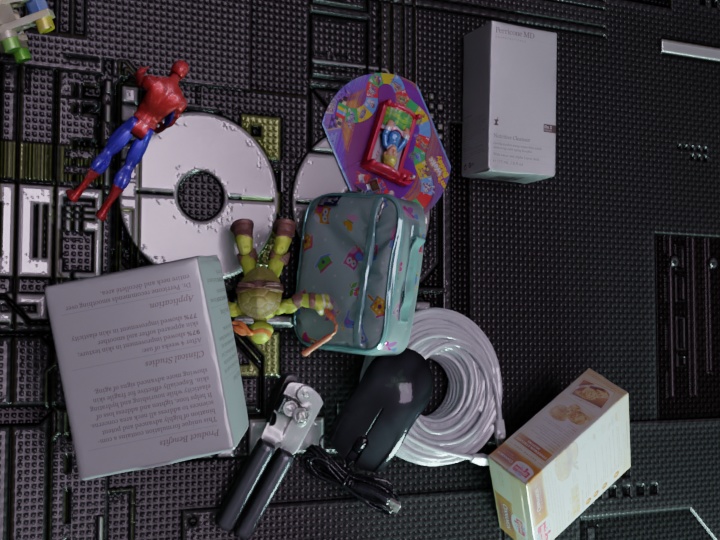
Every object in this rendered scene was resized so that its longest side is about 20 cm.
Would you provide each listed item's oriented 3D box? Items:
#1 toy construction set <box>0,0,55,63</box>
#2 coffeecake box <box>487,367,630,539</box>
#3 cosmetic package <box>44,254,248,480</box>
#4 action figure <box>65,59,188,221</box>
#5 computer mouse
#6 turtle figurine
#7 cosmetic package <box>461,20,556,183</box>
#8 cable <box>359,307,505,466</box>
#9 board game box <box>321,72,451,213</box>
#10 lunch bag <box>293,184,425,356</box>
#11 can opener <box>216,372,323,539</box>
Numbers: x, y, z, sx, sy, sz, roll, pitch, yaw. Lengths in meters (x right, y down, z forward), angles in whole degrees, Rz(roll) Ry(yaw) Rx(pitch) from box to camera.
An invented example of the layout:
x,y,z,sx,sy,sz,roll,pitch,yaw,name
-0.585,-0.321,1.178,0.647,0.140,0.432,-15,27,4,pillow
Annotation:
x,y,z,sx,sy,sz,roll,pitch,yaw,name
-0.427,-0.249,1.092,0.197,0.131,0.094,-7,89,-26,toy construction set
0.270,0.256,1.397,0.199,0.073,0.155,-35,134,-24,coffeecake box
-0.223,0.097,1.125,0.165,0.166,0.203,-10,91,-1,cosmetic package
-0.264,-0.162,1.212,0.065,0.099,0.201,35,95,-22,action figure
0.021,0.190,1.266,0.137,0.053,0.202,28,98,7,computer mouse
-0.127,0.020,1.237,0.197,0.065,0.164,-6,68,11,turtle figurine
0.203,-0.227,1.426,0.111,0.081,0.204,2,87,-24,cosmetic package
0.094,0.151,1.357,0.197,0.069,0.203,6,84,-24,cable
0.046,-0.163,1.367,0.157,0.039,0.202,-27,99,-25,board game box
0.000,0.000,1.263,0.077,0.159,0.203,10,85,-49,lunch bag
-0.110,0.225,1.262,0.052,0.066,0.202,29,83,-19,can opener
